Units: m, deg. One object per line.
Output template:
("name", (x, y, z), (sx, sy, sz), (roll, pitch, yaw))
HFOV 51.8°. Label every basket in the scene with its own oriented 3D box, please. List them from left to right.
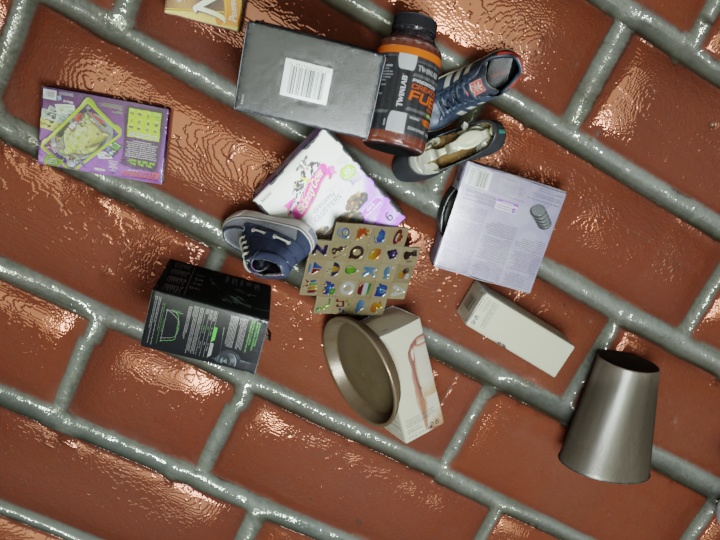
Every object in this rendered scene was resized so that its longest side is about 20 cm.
("basket", (0.463, 0.261, 1.346), (0.175, 0.136, 0.206), (6, 102, -11))

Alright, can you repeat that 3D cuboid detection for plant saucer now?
("plant saucer", (0.004, 0.168, 1.255), (0.029, 0.198, 0.205), (-24, 110, -31))

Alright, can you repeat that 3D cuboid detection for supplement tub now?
("supplement tub", (0.067, -0.287, 1.145), (0.104, 0.107, 0.206), (10, 91, -8))

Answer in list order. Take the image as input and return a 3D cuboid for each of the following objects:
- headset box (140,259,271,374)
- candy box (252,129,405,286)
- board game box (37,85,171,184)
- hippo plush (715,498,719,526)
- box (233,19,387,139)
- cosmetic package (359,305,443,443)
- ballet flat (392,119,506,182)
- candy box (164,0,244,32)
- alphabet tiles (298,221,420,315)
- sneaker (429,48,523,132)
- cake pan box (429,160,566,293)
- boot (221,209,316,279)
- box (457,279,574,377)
("headset box", (-0.235, 0.072, 1.197), (0.195, 0.175, 0.095), (15, 105, -11))
("candy box", (-0.052, -0.108, 1.214), (0.167, 0.072, 0.200), (-42, 107, 8))
("board game box", (-0.404, -0.213, 1.173), (0.194, 0.032, 0.124), (9, 101, -7))
("hippo plush", (0.748, 0.425, 1.436), (0.197, 0.160, 0.163), (-10, 136, -45))
("box", (-0.076, -0.285, 1.094), (0.194, 0.199, 0.126), (11, 108, -8))
("cosmetic package", (0.068, 0.178, 1.287), (0.086, 0.103, 0.205), (-22, 110, -21))
("ballet flat", (0.136, -0.194, 1.186), (0.195, 0.073, 0.075), (-17, 108, 17))
("candy box", (-0.217, -0.471, 1.100), (0.112, 0.055, 0.205), (11, 106, -9))
("alphabet tiles", (0.000, 0.000, 1.218), (0.195, 0.006, 0.170), (3, 119, -25))
("sneaker", (0.171, -0.288, 1.177), (0.197, 0.085, 0.076), (-34, 107, 5))
("cake pan box", (0.229, -0.076, 1.264), (0.195, 0.052, 0.189), (14, 103, -10))
("boot", (-0.166, -0.039, 1.161), (0.196, 0.091, 0.074), (4, 130, 39))
("box", (0.272, 0.102, 1.304), (0.197, 0.082, 0.069), (31, 101, -12))
